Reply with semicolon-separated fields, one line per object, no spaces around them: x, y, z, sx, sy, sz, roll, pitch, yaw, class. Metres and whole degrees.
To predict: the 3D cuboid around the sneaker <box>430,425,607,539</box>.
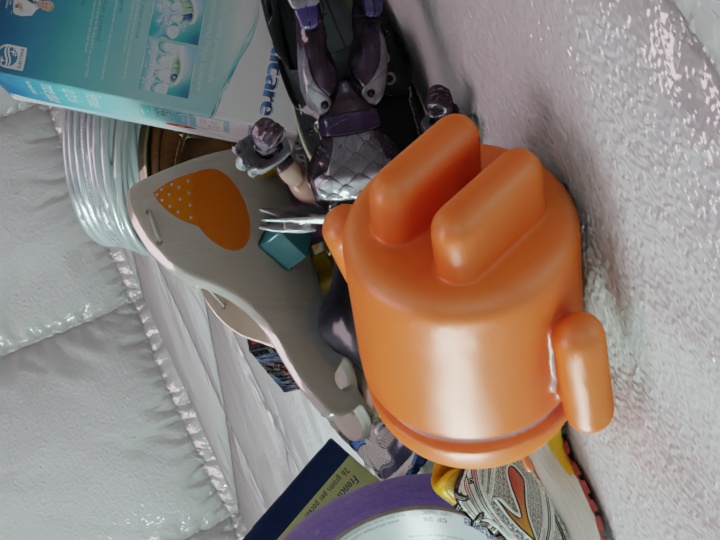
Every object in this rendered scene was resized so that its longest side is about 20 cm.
0.082;0.125;1.004;0.201;0.082;0.078;69;168;-8;sneaker

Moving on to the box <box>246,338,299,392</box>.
-0.075;-0.016;1.393;0.137;0.037;0.202;64;-166;-71;box

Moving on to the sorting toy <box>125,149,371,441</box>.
-0.048;0.026;1.131;0.181;0.106;0.200;61;-179;15;sorting toy

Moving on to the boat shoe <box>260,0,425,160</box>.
-0.011;-0.119;0.999;0.066;0.074;0.201;69;-177;-67;boat shoe

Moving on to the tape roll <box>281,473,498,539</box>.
0.036;0.227;1.106;0.200;0.199;0.085;-128;20;-53;tape roll

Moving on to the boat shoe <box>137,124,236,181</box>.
-0.116;-0.119;1.312;0.068;0.072;0.202;0;83;35;boat shoe

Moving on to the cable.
-0.169;-0.113;1.385;0.201;0.069;0.201;76;-151;-42;cable

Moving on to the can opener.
0.005;-0.026;1.066;0.063;0.078;0.201;23;-132;-48;can opener

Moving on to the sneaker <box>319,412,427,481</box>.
0.008;0.102;1.242;0.085;0.077;0.200;38;170;-8;sneaker

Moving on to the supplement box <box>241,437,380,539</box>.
0.001;0.257;1.318;0.200;0.134;0.200;41;165;5;supplement box

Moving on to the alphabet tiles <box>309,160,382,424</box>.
0.000;0.000;1.157;0.195;0.014;0.202;154;109;-67;alphabet tiles

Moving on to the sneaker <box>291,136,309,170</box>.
-0.033;-0.032;1.315;0.087;0.074;0.202;-109;5;-83;sneaker

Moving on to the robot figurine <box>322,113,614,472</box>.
0.052;0.018;0.861;0.201;0.143;0.117;80;-169;-47;robot figurine

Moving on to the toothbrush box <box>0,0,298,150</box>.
-0.130;-0.140;1.136;0.146;0.198;0.086;167;113;-85;toothbrush box

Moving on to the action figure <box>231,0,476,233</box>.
-0.009;-0.095;0.929;0.069;0.129;0.202;-151;52;-73;action figure
